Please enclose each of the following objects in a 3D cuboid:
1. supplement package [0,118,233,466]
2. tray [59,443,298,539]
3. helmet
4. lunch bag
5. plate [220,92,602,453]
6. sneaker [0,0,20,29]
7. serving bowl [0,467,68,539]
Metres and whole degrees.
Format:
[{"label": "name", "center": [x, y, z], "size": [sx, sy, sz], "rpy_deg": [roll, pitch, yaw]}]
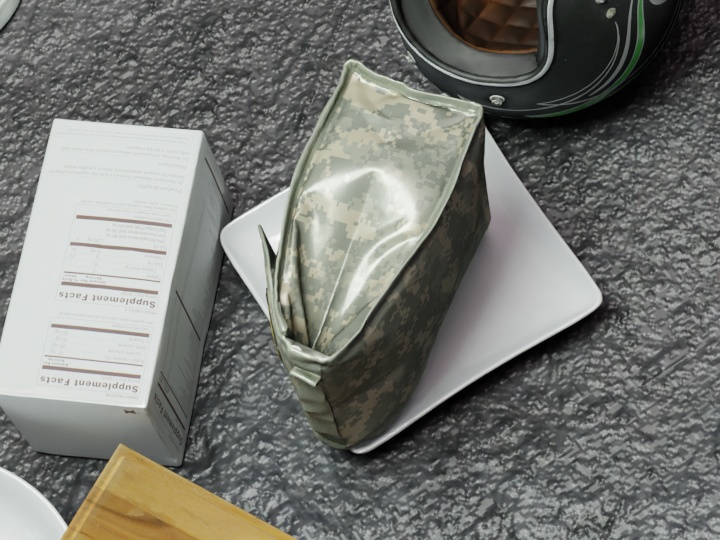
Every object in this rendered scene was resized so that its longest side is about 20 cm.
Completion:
[{"label": "supplement package", "center": [-0.164, 0.015, 1.544], "size": [0.108, 0.114, 0.202], "rpy_deg": [5, 65, 12]}, {"label": "tray", "center": [-0.090, 0.200, 1.448], "size": [0.199, 0.037, 0.099], "rpy_deg": [27, 60, 7]}, {"label": "helmet", "center": [0.122, -0.198, 1.549], "size": [0.198, 0.191, 0.201], "rpy_deg": [14, 43, -14]}, {"label": "lunch bag", "center": [0.000, 0.000, 1.456], "size": [0.117, 0.164, 0.201], "rpy_deg": [19, 70, 13]}, {"label": "plate", "center": [0.033, 0.002, 1.558], "size": [0.199, 0.032, 0.200], "rpy_deg": [-31, 64, -5]}, {"label": "sneaker", "center": [-0.278, -0.261, 1.716], "size": [0.073, 0.082, 0.201], "rpy_deg": [16, 69, 19]}, {"label": "serving bowl", "center": [-0.274, 0.221, 1.462], "size": [0.198, 0.066, 0.202], "rpy_deg": [5, 59, -8]}]
